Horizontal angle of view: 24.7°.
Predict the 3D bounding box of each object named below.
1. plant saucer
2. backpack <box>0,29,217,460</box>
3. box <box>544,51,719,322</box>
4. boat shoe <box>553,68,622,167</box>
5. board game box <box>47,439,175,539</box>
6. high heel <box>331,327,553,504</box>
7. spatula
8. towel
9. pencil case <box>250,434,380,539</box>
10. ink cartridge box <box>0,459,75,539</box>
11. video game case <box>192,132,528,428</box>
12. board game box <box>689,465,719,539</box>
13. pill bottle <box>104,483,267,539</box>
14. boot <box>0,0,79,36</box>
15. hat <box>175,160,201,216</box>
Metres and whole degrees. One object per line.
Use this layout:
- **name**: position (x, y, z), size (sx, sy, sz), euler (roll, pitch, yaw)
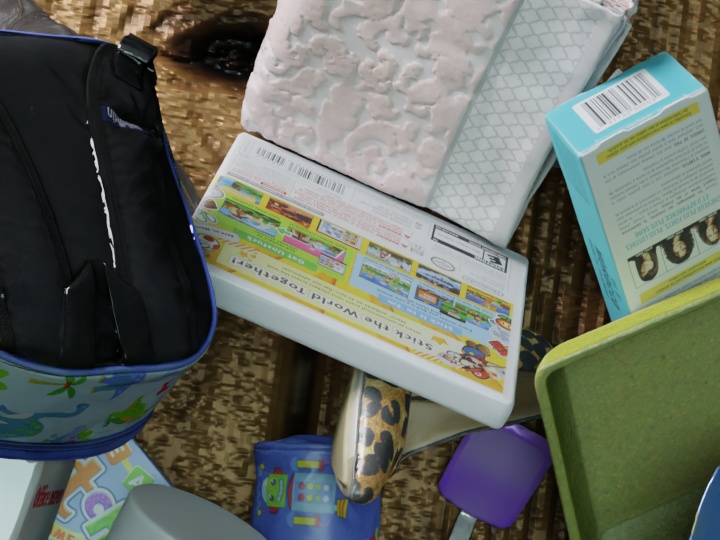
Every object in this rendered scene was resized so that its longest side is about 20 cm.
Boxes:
- **plant saucer**: position (0.199, 0.084, 0.972), size (0.198, 0.048, 0.201), euler (-22, 125, -8)
- **backpack**: position (-0.170, -0.005, 0.803), size (0.182, 0.147, 0.201), euler (2, 52, -41)
- **box**: position (0.176, -0.021, 0.957), size (0.082, 0.049, 0.201), euler (-27, 129, -4)
- **boat shoe**: position (0.157, -0.091, 1.011), size (0.198, 0.074, 0.068), euler (13, 84, -4)
- **board game box**: position (-0.216, 0.156, 0.969), size (0.200, 0.037, 0.152), euler (-41, 89, -9)
- **high heel**: position (0.060, 0.084, 0.933), size (0.141, 0.200, 0.072), euler (17, 119, 0)
- **spatula**: position (0.050, 0.183, 1.000), size (0.056, 0.021, 0.201), euler (29, 83, -4)
- **towel**: position (0.037, -0.120, 0.950), size (0.189, 0.201, 0.032), euler (25, 44, 0)
- **pencil case**: position (-0.027, 0.198, 0.962), size (0.077, 0.087, 0.203), euler (-2, 82, 36)
- **ink cartridge box**: position (-0.228, 0.181, 0.873), size (0.082, 0.146, 0.202), euler (18, 83, -1)
- **video game case**: position (0.000, 0.000, 0.944), size (0.198, 0.182, 0.023), euler (24, 117, -3)
- **board game box**: position (0.239, 0.166, 0.967), size (0.199, 0.039, 0.160), euler (-20, 109, -36)
- **pill bottle**: position (-0.130, 0.229, 0.910), size (0.113, 0.114, 0.201), euler (27, 96, -2)
- **boot**: position (-0.253, -0.119, 0.943), size (0.199, 0.070, 0.174), euler (-32, 59, -29)
- **hat**: position (-0.185, -0.010, 0.959), size (0.198, 0.081, 0.202), euler (4, 57, -6)
